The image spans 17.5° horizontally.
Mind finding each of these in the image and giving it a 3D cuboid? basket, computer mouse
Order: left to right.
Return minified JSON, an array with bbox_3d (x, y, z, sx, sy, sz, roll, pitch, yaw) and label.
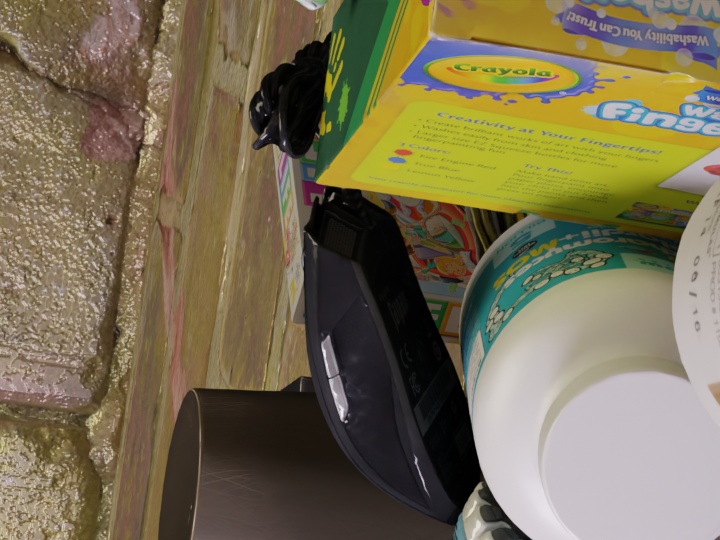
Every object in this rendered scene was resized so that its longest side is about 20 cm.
[{"bbox_3d":[0.000,0.000,0.947,0.140,0.046,0.200,-61,-48,-64],"label":"computer mouse"},{"bbox_3d":[0.009,0.123,1.118,0.180,0.199,0.136,-107,27,-64],"label":"basket"}]

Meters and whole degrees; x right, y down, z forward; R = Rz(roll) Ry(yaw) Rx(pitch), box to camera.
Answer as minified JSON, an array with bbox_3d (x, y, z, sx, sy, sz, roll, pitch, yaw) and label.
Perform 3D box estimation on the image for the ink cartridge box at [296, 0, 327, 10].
[{"bbox_3d":[0.019,-0.215,0.842,0.146,0.084,0.200,-46,14,47],"label":"ink cartridge box"}]

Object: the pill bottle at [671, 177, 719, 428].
[{"bbox_3d":[0.172,0.000,0.645,0.200,0.114,0.115,149,128,-75],"label":"pill bottle"}]

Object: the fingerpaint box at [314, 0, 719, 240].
[{"bbox_3d":[0.100,-0.071,0.815,0.167,0.199,0.074,133,144,-71],"label":"fingerpaint box"}]

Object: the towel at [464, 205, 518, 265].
[{"bbox_3d":[0.046,-0.085,1.043,0.200,0.023,0.144,-98,-4,-59],"label":"towel"}]

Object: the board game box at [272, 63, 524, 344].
[{"bbox_3d":[0.022,-0.038,1.310,0.200,0.134,0.034,-99,20,-51],"label":"board game box"}]

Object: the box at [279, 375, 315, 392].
[{"bbox_3d":[0.008,0.170,1.258,0.115,0.132,0.201,144,133,-68],"label":"box"}]

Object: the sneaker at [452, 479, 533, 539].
[{"bbox_3d":[0.063,0.131,0.960,0.090,0.078,0.200,-52,-19,11],"label":"sneaker"}]

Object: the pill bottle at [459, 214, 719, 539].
[{"bbox_3d":[0.096,0.044,0.885,0.200,0.110,0.111,-93,13,-77],"label":"pill bottle"}]
